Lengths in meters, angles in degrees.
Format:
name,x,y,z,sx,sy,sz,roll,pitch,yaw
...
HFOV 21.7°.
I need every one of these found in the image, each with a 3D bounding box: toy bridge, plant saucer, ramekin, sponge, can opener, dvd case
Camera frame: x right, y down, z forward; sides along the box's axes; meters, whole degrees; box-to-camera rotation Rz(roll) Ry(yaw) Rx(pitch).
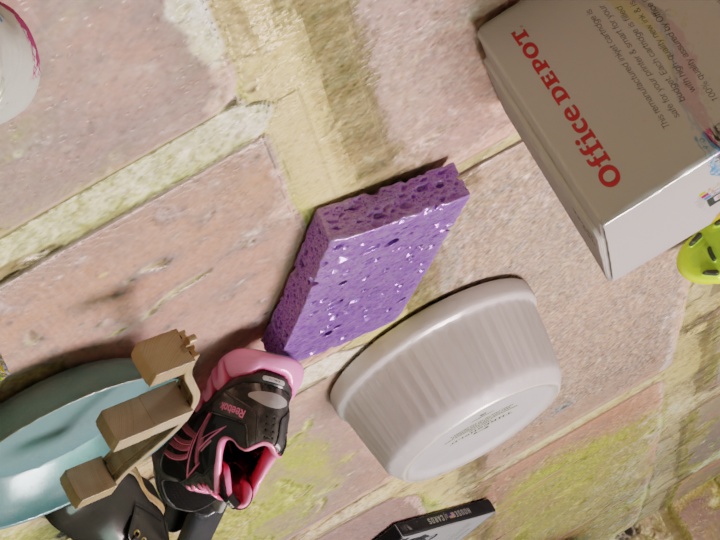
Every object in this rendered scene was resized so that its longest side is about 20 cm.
name,x,y,z,sx,sy,sz,roll,pitch,yaw
toy bridge,-0.142,0.095,1.248,0.067,0.027,0.200,-21,159,-36
plant saucer,-0.207,0.114,1.295,0.199,0.036,0.200,-28,161,-10
ramekin,0.081,0.100,1.607,0.201,0.095,0.203,-27,161,-10
sponge,0.000,0.000,1.330,0.111,0.030,0.200,-21,160,-24
can opener,-0.124,0.184,1.573,0.066,0.053,0.200,-21,159,-27
dvd case,0.058,0.339,2.291,0.150,0.025,0.199,-43,159,31

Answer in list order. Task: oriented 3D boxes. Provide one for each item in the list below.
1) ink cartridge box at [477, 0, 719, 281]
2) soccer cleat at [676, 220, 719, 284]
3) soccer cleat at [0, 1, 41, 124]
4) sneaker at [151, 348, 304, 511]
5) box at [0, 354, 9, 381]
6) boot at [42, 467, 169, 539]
name,x,y,z,sx,sy,sz,roll,pitch,yaw
ink cartridge box,0.195,-0.117,1.146,0.199,0.148,0.145,-31,162,2
soccer cleat,0.386,-0.033,1.783,0.199,0.065,0.084,-27,163,-12
soccer cleat,-0.172,-0.084,0.763,0.070,0.087,0.200,-30,162,0
sneaker,-0.104,0.142,1.399,0.078,0.096,0.200,11,143,-22
box,-0.300,0.039,0.825,0.192,0.122,0.200,-35,162,11
boot,-0.174,0.226,1.468,0.077,0.139,0.200,-33,161,8
